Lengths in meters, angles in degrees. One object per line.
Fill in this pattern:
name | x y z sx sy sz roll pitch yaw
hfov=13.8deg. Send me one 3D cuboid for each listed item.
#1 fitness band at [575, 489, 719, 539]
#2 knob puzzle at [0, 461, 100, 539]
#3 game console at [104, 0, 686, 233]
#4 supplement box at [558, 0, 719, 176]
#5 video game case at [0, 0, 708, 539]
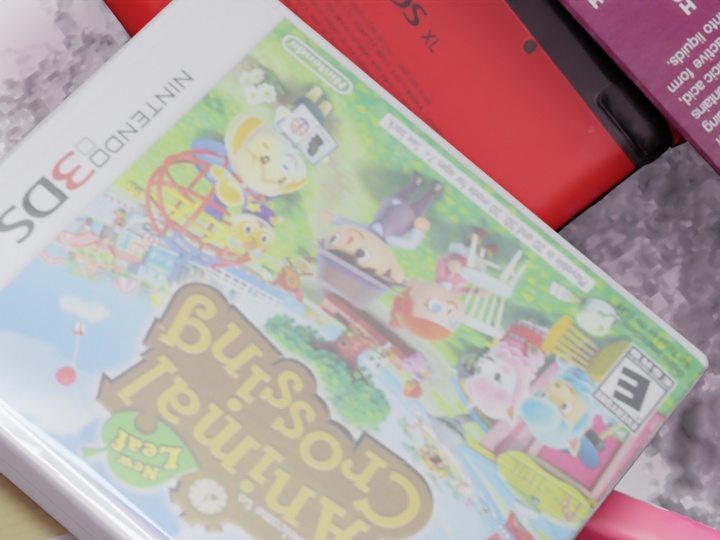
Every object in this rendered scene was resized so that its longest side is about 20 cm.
fitness band | 0.065 0.135 0.903 0.200 0.037 0.144 22 55 18
knob puzzle | -0.012 0.120 0.856 0.220 0.030 0.220 13 52 -18
game console | 0.023 -0.098 0.999 0.172 0.119 0.200 -39 82 8
supplement box | 0.130 -0.112 0.930 0.200 0.131 0.103 49 118 5
video game case | -0.020 0.022 0.875 0.200 0.022 0.182 40 55 4
